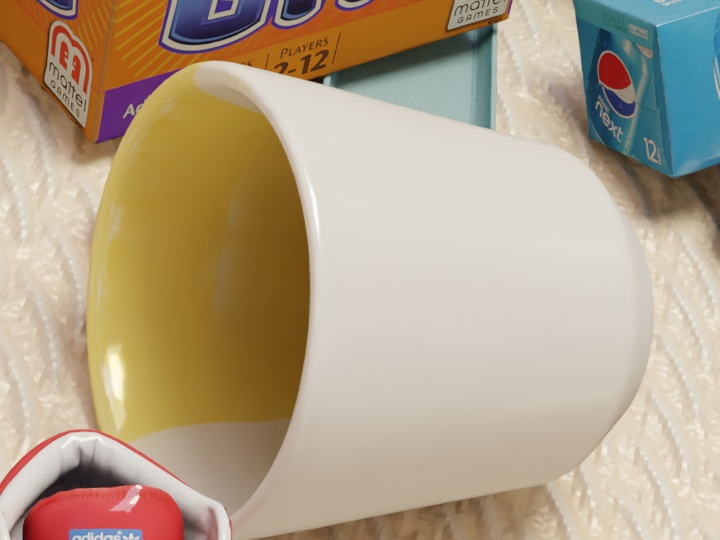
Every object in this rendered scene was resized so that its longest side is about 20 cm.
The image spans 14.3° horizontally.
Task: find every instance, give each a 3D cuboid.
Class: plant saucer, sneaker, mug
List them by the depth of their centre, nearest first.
[{"bbox_3d":[-0.068,0.134,0.775,0.071,0.113,0.201,0,44,-22],"label":"sneaker"},{"bbox_3d":[0.005,-0.001,0.942,0.152,0.150,0.187,2,49,-32],"label":"mug"},{"bbox_3d":[0.021,-0.114,1.165,0.070,0.019,0.201,14,41,-8],"label":"plant saucer"}]

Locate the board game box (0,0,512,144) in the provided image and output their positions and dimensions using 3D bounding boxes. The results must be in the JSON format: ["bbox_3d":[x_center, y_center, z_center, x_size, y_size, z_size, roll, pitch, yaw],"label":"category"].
[{"bbox_3d":[-0.057,-0.205,1.076,0.199,0.201,0.200,-19,51,-33],"label":"board game box"}]

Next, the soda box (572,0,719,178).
[{"bbox_3d":[0.187,-0.099,1.135,0.199,0.065,0.068,-18,23,-21],"label":"soda box"}]
